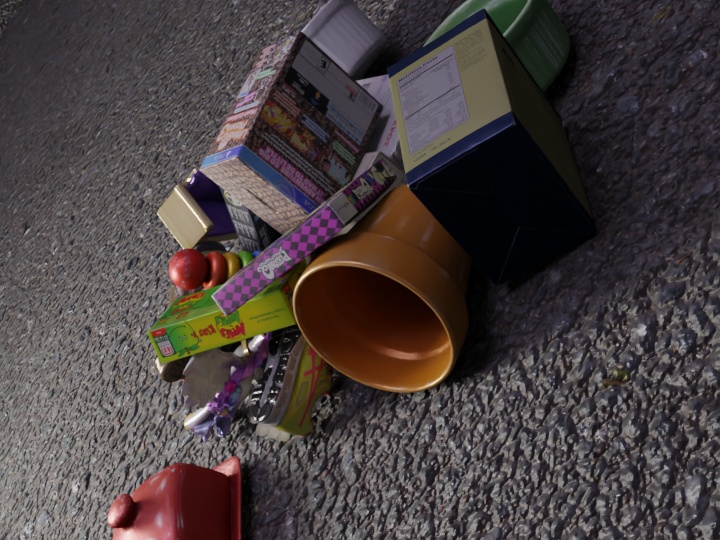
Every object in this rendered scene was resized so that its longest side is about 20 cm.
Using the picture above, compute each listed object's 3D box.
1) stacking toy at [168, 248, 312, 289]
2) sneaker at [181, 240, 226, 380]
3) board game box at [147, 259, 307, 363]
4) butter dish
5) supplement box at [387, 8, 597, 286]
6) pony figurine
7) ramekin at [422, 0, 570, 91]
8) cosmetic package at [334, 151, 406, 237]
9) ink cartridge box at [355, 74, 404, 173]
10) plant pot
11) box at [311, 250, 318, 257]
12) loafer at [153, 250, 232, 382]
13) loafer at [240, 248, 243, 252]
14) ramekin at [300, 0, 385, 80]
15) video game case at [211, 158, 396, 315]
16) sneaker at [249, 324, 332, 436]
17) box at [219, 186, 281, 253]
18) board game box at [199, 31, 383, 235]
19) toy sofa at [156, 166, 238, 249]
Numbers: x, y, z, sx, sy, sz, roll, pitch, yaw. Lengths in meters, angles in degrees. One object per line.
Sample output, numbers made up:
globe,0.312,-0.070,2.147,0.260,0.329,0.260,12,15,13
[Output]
stacking toy,-0.163,0.007,1.589,0.085,0.197,0.087,-17,71,60
sneaker,-0.233,0.062,1.722,0.108,0.066,0.205,75,-155,-82
board game box,-0.162,0.051,1.493,0.197,0.048,0.102,-17,18,21
butter dish,-0.253,0.330,1.482,0.199,0.147,0.202,-37,35,25
supplement box,0.144,-0.136,1.307,0.133,0.200,0.202,-27,43,21
pony figurine,-0.163,0.145,1.556,0.200,0.165,0.195,-45,21,44
ramekin,0.171,-0.273,1.494,0.199,0.098,0.201,-36,25,20
cosmetic package,-0.029,-0.094,1.591,0.199,0.073,0.105,-2,56,55
ink cartridge box,0.038,-0.192,1.636,0.199,0.087,0.147,-1,60,55
plant pot,0.046,0.005,1.361,0.199,0.201,0.184,-20,30,42
box,0.000,0.000,1.558,0.121,0.032,0.201,-46,32,14
loafer,-0.237,0.060,1.633,0.067,0.076,0.202,18,68,22
loafer,-0.128,-0.039,1.745,0.070,0.073,0.203,4,67,41
ramekin,-0.050,-0.315,1.792,0.201,0.097,0.200,-49,0,0
video game case,-0.063,-0.040,1.376,0.199,0.036,0.181,-36,6,30
sneaker,-0.069,0.118,1.487,0.078,0.090,0.202,-13,48,51
box,-0.131,-0.140,1.643,0.049,0.201,0.162,21,61,23
board game box,-0.087,-0.173,1.522,0.096,0.159,0.202,-8,50,52
toy sofa,-0.202,-0.096,1.764,0.098,0.199,0.083,-44,76,24
